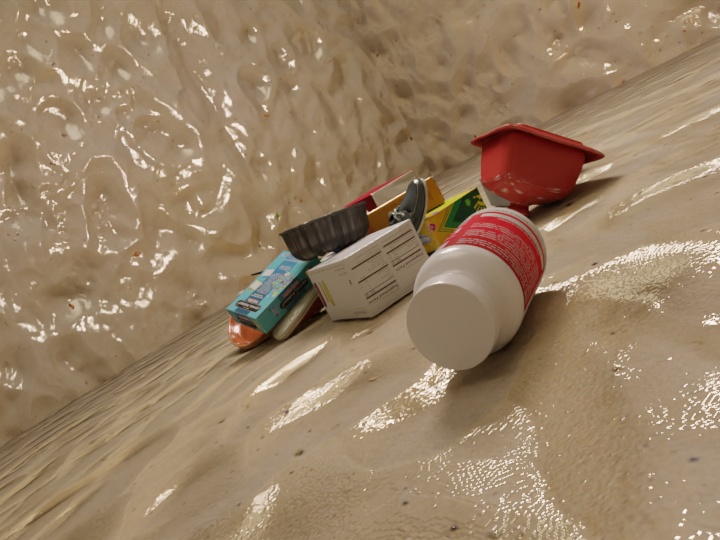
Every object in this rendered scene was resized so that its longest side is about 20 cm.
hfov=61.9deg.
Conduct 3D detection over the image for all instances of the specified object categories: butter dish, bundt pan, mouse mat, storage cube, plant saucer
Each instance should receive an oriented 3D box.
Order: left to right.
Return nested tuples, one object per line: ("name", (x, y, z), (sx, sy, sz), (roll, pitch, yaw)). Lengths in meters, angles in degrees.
("plant saucer", (-0.247, 0.099, 1.467), (0.198, 0.032, 0.203), (-27, 45, 30))
("mouse mat", (-0.188, -0.012, 1.667), (0.197, 0.008, 0.160), (-11, -2, -40))
("bundt pan", (-0.069, -0.076, 1.267), (0.198, 0.077, 0.202), (-19, 4, 2))
("storage cube", (0.086, -0.163, 1.739), (0.198, 0.173, 0.179), (-32, 8, -28))
("butter dish", (0.302, -0.169, 1.093), (0.196, 0.151, 0.200), (15, 1, -10))

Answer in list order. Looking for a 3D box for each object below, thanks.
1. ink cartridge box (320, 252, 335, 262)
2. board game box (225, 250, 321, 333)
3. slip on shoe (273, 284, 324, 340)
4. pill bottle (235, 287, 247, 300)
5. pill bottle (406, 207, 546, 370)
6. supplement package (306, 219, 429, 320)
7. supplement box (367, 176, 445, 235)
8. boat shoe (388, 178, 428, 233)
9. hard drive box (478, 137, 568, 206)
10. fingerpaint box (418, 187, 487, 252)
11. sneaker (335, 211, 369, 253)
("ink cartridge box", (-0.016, -0.021, 1.512), (0.198, 0.085, 0.146), (-24, 9, 32))
("board game box", (-0.192, 0.044, 1.358), (0.200, 0.047, 0.150), (-48, 30, -23))
("slip on shoe", (-0.116, 0.083, 1.325), (0.073, 0.062, 0.200), (2, 43, 49))
("pill bottle", (-0.236, 0.069, 1.655), (0.199, 0.113, 0.111), (-31, 7, -41))
("pill bottle", (0.120, 0.015, 0.614), (0.111, 0.114, 0.200), (-24, 8, 33))
("supplement package", (0.014, 0.004, 1.113), (0.154, 0.112, 0.199), (-31, 6, -23))
("supplement box", (0.090, -0.136, 1.364), (0.198, 0.067, 0.069), (-30, 4, -1))
("boat shoe", (0.088, -0.099, 1.266), (0.061, 0.204, 0.073), (9, 16, -26))
("hard drive box", (0.371, -0.213, 1.333), (0.154, 0.078, 0.200), (-29, 7, -3))
("fingerpaint box", (0.168, -0.099, 1.368), (0.166, 0.074, 0.199), (-33, 7, -28))
("sneaker", (-0.062, -0.079, 1.467), (0.199, 0.073, 0.112), (-27, 14, 50))
